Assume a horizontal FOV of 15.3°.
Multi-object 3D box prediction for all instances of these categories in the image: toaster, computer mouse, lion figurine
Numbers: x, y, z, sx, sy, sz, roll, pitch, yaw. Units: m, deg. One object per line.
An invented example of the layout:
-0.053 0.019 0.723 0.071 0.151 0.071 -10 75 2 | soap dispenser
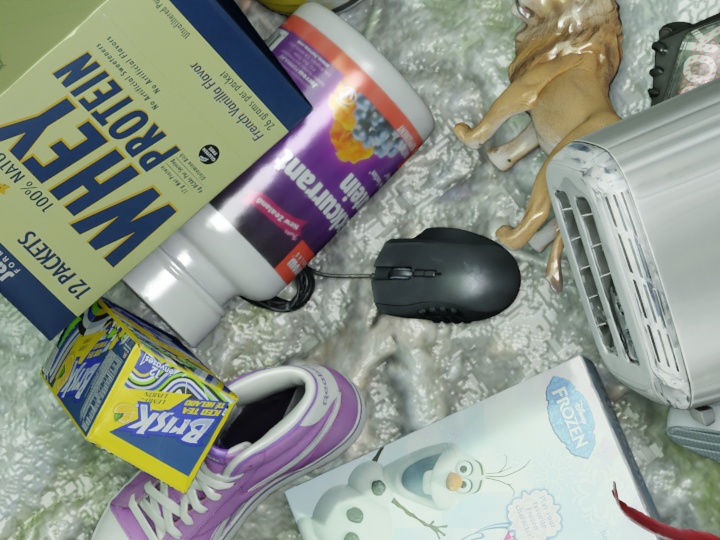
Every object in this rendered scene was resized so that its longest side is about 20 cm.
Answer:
0.185 -0.019 1.458 0.129 0.114 0.201 -21 103 -12 | toaster
0.000 0.000 1.629 0.199 0.034 0.059 2 82 19 | computer mouse
0.123 -0.085 1.558 0.122 0.072 0.200 -40 42 17 | lion figurine

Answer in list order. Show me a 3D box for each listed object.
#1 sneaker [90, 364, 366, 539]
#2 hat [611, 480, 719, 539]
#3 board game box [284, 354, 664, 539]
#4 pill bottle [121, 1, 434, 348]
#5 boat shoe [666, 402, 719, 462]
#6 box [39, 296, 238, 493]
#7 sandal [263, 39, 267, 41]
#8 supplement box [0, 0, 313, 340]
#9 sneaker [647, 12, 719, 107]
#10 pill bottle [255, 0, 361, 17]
-0.097 0.119 1.598 0.200 0.114 0.073 -40 73 9 | sneaker
0.253 0.196 1.434 0.199 0.176 0.166 -4 81 18 | hat
0.082 0.181 1.566 0.199 0.043 0.201 -25 74 13 | board game box
-0.060 -0.053 1.602 0.111 0.111 0.200 42 86 19 | pill bottle
0.275 0.082 1.516 0.199 0.074 0.067 9 69 9 | boat shoe
-0.133 0.068 1.573 0.070 0.200 0.064 30 91 -16 | box
-0.123 -0.069 1.669 0.200 0.082 0.055 -36 94 2 | sandal
-0.165 -0.106 1.546 0.200 0.134 0.200 -41 30 4 | supplement box
0.196 -0.088 1.562 0.098 0.071 0.201 38 91 19 | sneaker
-0.056 -0.226 1.597 0.112 0.200 0.112 -3 79 17 | pill bottle
